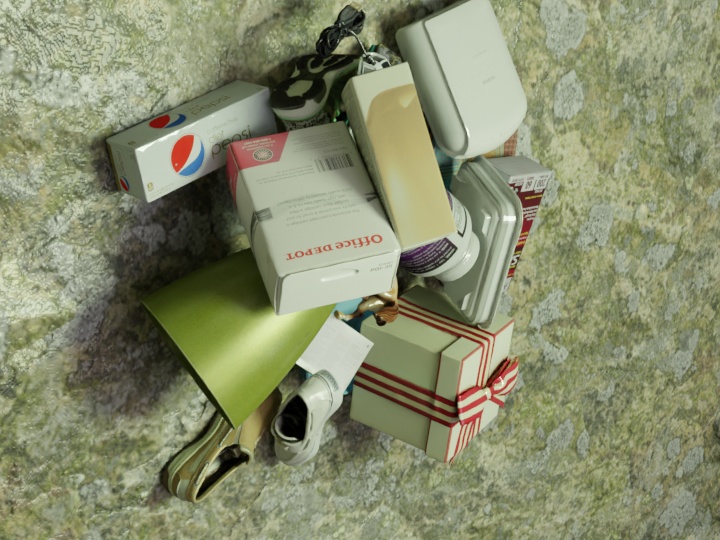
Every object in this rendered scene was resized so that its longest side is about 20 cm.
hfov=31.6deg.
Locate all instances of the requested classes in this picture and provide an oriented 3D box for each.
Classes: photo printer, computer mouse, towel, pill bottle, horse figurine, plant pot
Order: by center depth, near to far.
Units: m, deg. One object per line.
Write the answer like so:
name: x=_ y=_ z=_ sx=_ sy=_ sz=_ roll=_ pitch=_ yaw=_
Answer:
plant pot: x=-0.125 y=0.052 z=1.500 sx=0.200 sy=0.187 sz=0.188 roll=-37 pitch=130 yaw=-12
computer mouse: x=0.014 y=-0.224 z=1.550 sx=0.201 sy=0.044 sz=0.110 roll=58 pitch=33 yaw=-25
pill bottle: x=0.064 y=-0.067 z=1.600 sx=0.200 sy=0.112 sz=0.113 roll=39 pitch=77 yaw=-40
horse figurine: x=0.000 y=0.000 z=1.674 sx=0.132 sy=0.201 sz=0.050 roll=-3 pitch=144 yaw=-42
photo printer: x=0.143 y=-0.257 z=1.718 sx=0.166 sy=0.069 sz=0.201 roll=-33 pitch=105 yaw=-44
towel: x=0.159 y=-0.166 z=1.809 sx=0.199 sy=0.022 sz=0.148 roll=-12 pitch=112 yaw=-44

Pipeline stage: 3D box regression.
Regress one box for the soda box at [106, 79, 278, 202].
soda box: x=-0.193 y=-0.153 z=1.476 sx=0.199 sy=0.063 sz=0.069 roll=-31 pitch=125 yaw=-35

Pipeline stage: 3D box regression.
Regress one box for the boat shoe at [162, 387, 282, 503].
boat shoe: x=-0.161 y=0.226 z=1.642 sx=0.200 sy=0.076 sz=0.072 roll=-48 pitch=131 yaw=-23

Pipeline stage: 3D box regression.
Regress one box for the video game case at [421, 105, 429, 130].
video game case: x=0.106 y=-0.131 z=1.808 sx=0.182 sy=0.036 sz=0.200 roll=-59 pitch=136 yaw=-14

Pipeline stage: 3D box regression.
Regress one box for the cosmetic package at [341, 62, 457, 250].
cosmetic package: x=0.043 y=-0.125 z=1.451 sx=0.071 sy=0.105 sz=0.202 roll=-17 pitch=90 yaw=-8

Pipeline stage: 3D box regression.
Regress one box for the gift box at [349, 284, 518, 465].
gift box: x=0.111 y=0.152 z=1.782 sx=0.184 sy=0.186 sz=0.201 roll=-36 pitch=137 yaw=-48

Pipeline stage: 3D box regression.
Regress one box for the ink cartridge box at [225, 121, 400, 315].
ink cartridge box: x=-0.057 y=-0.061 z=1.446 sx=0.145 sy=0.201 sz=0.083 roll=-12 pitch=146 yaw=-16

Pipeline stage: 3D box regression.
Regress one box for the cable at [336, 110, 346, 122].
cable: x=-0.011 y=-0.125 z=1.660 sx=0.163 sy=0.051 sz=0.200 roll=49 pitch=60 yaw=-16

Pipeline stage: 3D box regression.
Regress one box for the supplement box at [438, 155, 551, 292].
supplement box: x=0.194 y=-0.062 z=1.838 sx=0.108 sy=0.061 sz=0.201 roll=-11 pitch=127 yaw=-48

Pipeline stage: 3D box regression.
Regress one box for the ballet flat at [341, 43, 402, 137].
ballet flat: x=0.011 y=-0.200 z=1.615 sx=0.072 sy=0.072 sz=0.201 roll=51 pitch=52 yaw=-43

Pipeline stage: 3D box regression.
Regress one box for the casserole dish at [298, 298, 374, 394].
casserole dish: x=-0.026 y=0.078 z=1.752 sx=0.121 sy=0.039 sz=0.201 roll=16 pitch=94 yaw=-48

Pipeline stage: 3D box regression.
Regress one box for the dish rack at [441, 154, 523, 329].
dish rack: x=0.149 y=-0.039 z=1.722 sx=0.043 sy=0.172 sz=0.201 roll=-1 pitch=122 yaw=-21

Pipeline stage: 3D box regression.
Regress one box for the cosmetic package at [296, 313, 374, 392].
cosmetic package: x=-0.081 y=0.075 z=1.652 sx=0.200 sy=0.051 sz=0.083 roll=38 pitch=84 yaw=-31

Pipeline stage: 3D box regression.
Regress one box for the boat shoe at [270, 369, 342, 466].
boat shoe: x=-0.084 y=0.204 z=1.667 sx=0.065 sy=0.072 sz=0.200 roll=-25 pitch=162 yaw=-36

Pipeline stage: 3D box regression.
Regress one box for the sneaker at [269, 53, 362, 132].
sneaker: x=-0.051 y=-0.208 z=1.568 sx=0.200 sy=0.076 sz=0.089 roll=-51 pitch=143 yaw=-50
